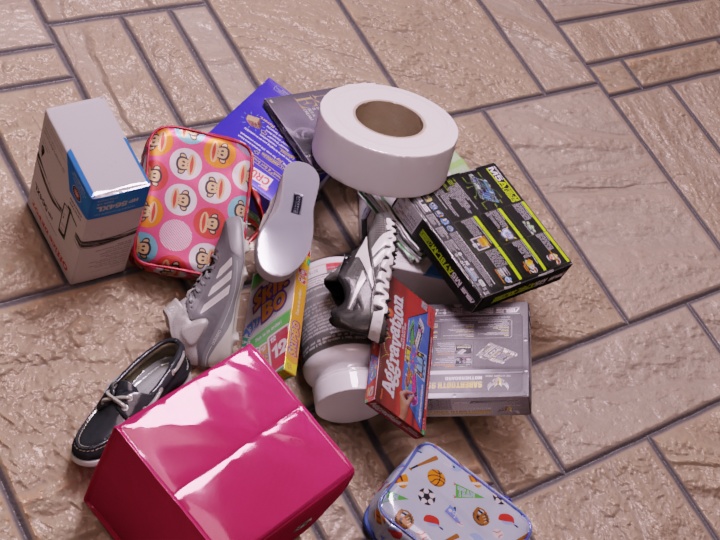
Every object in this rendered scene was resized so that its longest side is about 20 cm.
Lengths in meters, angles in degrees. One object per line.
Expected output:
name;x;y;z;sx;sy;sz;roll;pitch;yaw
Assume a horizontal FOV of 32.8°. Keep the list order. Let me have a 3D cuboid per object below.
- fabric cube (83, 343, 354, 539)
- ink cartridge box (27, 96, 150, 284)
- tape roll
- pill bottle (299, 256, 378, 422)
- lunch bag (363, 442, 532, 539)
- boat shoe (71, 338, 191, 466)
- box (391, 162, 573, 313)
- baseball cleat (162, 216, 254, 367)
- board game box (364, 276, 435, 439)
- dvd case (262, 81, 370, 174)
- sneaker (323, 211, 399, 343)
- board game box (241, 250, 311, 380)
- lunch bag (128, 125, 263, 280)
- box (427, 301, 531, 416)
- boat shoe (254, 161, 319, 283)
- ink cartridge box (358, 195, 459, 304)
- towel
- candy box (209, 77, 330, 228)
fabric cube;-0.164;0.245;1.401;0.199;0.196;0.200;-32;74;-39
ink cartridge box;-0.349;-0.098;1.559;0.084;0.200;0.146;-18;66;-32
tape roll;0.034;-0.186;1.726;0.202;0.071;0.203;9;35;-6
pill bottle;-0.026;0.093;1.632;0.114;0.114;0.200;6;54;-22
lunch bag;0.116;0.323;1.560;0.200;0.076;0.160;38;47;6
boat shoe;-0.280;0.155;1.479;0.075;0.060;0.200;15;39;21
box;0.172;-0.050;1.731;0.193;0.048;0.200;-18;64;-40
baseball cleat;-0.198;0.026;1.579;0.106;0.070;0.201;5;88;-15
board game box;0.054;0.110;1.603;0.103;0.019;0.200;37;44;-33
dvd case;-0.026;-0.214;1.816;0.200;0.016;0.149;-15;58;-36
sneaker;0.000;0.000;1.589;0.090;0.067;0.200;8;54;-1
board game box;-0.114;0.062;1.617;0.030;0.095;0.200;35;46;-33
lunch bag;-0.215;-0.087;1.648;0.176;0.082;0.201;11;82;-17
box;0.133;0.121;1.672;0.199;0.048;0.159;-3;52;9
boat shoe;-0.103;-0.054;1.637;0.071;0.070;0.200;18;51;-12
ink cartridge box;0.078;-0.053;1.807;0.146;0.086;0.200;12;50;-18
towel;0.107;-0.102;1.781;0.200;0.031;0.149;-25;71;-38
candy box;-0.132;-0.166;1.794;0.169;0.077;0.200;37;47;3
